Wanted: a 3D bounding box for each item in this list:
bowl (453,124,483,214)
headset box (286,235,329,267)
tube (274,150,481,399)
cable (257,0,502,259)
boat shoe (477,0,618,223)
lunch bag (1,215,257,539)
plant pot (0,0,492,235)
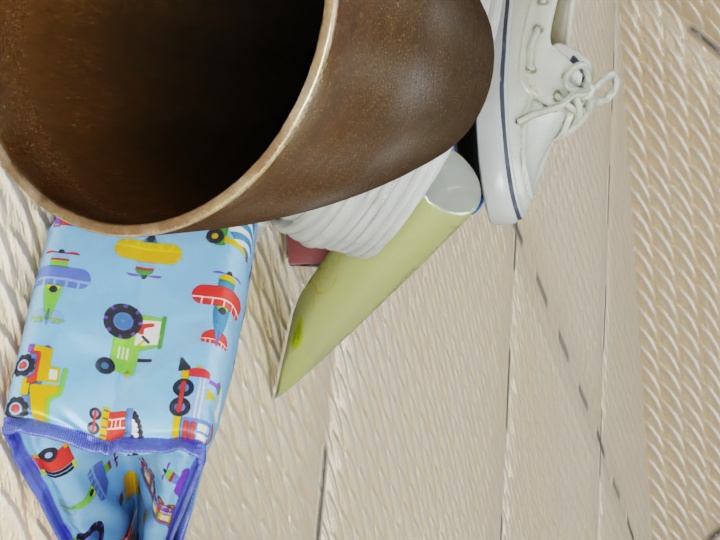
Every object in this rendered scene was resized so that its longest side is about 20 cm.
[{"bbox_3d":[0.055,-0.131,1.528,0.201,0.039,0.202,-2,90,-78],"label":"bowl"},{"bbox_3d":[-0.003,-0.099,1.525,0.149,0.077,0.202,-50,136,-71],"label":"headset box"},{"bbox_3d":[0.000,0.000,1.415,0.058,0.200,0.052,-22,72,-42],"label":"tube"},{"bbox_3d":[0.010,-0.105,1.326,0.200,0.069,0.201,-13,-124,68],"label":"cable"},{"bbox_3d":[0.122,-0.121,1.507,0.075,0.085,0.203,71,21,-53],"label":"boat shoe"},{"bbox_3d":[-0.103,0.064,1.107,0.200,0.093,0.151,94,5,-58],"label":"lunch bag"},{"bbox_3d":[-0.031,-0.102,0.996,0.199,0.186,0.189,6,83,-56],"label":"plant pot"}]
